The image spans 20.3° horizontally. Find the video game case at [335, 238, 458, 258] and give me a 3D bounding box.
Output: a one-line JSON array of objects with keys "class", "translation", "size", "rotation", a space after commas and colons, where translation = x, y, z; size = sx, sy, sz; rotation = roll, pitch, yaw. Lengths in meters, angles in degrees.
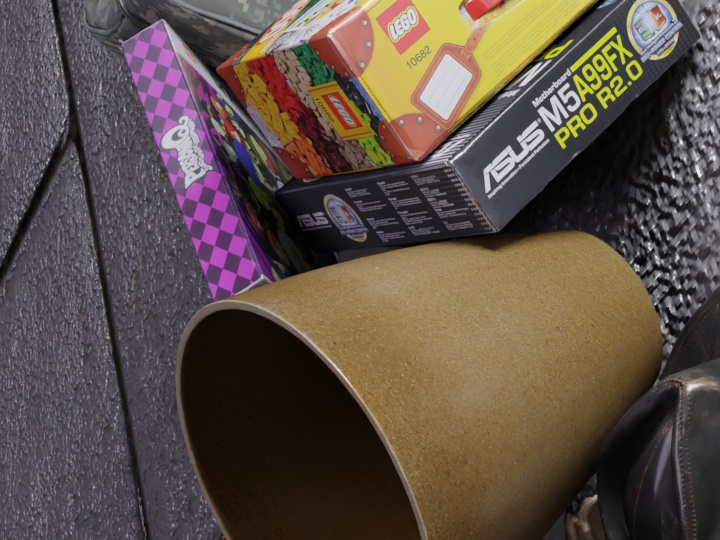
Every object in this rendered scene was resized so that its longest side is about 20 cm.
[{"class": "video game case", "translation": [0.000, 0.000, 1.298], "size": [0.200, 0.019, 0.144], "rotation": [41, 123, 59]}]

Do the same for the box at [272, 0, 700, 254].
[{"class": "box", "translation": [0.061, -0.079, 1.046], "size": [0.044, 0.160, 0.200], "rotation": [54, 157, -14]}]

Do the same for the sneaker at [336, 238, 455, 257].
[{"class": "sneaker", "translation": [0.029, -0.007, 1.166], "size": [0.077, 0.081, 0.201], "rotation": [-93, -17, -76]}]

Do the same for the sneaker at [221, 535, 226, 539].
[{"class": "sneaker", "translation": [-0.030, 0.128, 1.278], "size": [0.200, 0.073, 0.077], "rotation": [-44, 10, 49]}]

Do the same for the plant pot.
[{"class": "plant pot", "translation": [0.046, 0.063, 0.963], "size": [0.186, 0.199, 0.188], "rotation": [35, 139, 38]}]

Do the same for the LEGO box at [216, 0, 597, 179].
[{"class": "LEGO box", "translation": [0.043, -0.139, 1.031], "size": [0.077, 0.200, 0.149], "rotation": [53, 159, -15]}]

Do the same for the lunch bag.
[{"class": "lunch bag", "translation": [-0.061, -0.169, 1.245], "size": [0.167, 0.199, 0.141], "rotation": [-23, 52, 62]}]

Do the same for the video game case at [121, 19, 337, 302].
[{"class": "video game case", "translation": [-0.057, -0.023, 1.160], "size": [0.036, 0.181, 0.201], "rotation": [-30, 53, 10]}]

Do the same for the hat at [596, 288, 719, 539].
[{"class": "hat", "translation": [0.155, 0.091, 0.906], "size": [0.200, 0.080, 0.203], "rotation": [-175, 90, -65]}]

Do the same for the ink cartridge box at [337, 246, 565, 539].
[{"class": "ink cartridge box", "translation": [0.047, 0.085, 1.082], "size": [0.067, 0.116, 0.202], "rotation": [167, 105, -64]}]

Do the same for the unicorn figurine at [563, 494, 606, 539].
[{"class": "unicorn figurine", "translation": [0.098, 0.208, 1.001], "size": [0.074, 0.137, 0.201], "rotation": [34, 98, 17]}]
